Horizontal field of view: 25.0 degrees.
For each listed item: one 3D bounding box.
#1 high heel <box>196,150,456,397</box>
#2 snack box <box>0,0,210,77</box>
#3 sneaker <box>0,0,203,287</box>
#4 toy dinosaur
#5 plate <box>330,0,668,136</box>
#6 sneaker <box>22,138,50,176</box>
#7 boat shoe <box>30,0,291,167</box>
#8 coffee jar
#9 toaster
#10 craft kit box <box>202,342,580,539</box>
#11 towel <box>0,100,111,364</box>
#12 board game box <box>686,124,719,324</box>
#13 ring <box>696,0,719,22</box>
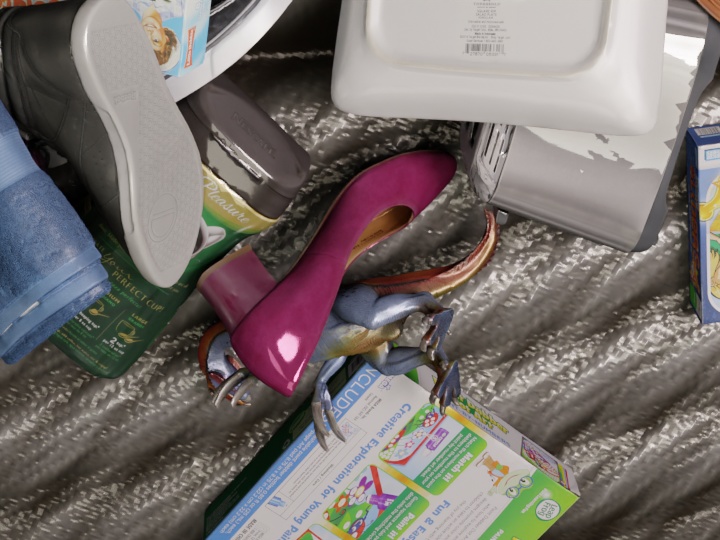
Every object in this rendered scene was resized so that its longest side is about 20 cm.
[{"bbox_3d":[0.000,0.000,1.033,0.199,0.096,0.068,-33,160,-17],"label":"high heel"},{"bbox_3d":[-0.180,-0.194,0.944,0.199,0.037,0.117,16,117,15],"label":"snack box"},{"bbox_3d":[-0.159,-0.078,0.950,0.099,0.071,0.201,11,137,28],"label":"sneaker"},{"bbox_3d":[-0.018,0.046,1.094,0.181,0.200,0.105,13,145,31],"label":"toy dinosaur"},{"bbox_3d":[0.080,-0.184,0.933,0.198,0.032,0.202,6,93,18],"label":"plate"},{"bbox_3d":[-0.231,-0.068,0.996,0.074,0.081,0.201,-26,91,19],"label":"sneaker"},{"bbox_3d":[-0.135,-0.140,1.002,0.199,0.072,0.068,-28,117,18],"label":"boat shoe"},{"bbox_3d":[-0.128,-0.031,1.044,0.104,0.085,0.200,43,107,-14],"label":"coffee jar"},{"bbox_3d":[0.140,-0.115,1.008,0.128,0.114,0.201,12,114,-7],"label":"toaster"},{"bbox_3d":[0.022,0.171,1.181,0.197,0.049,0.200,37,109,-17],"label":"craft kit box"},{"bbox_3d":[-0.224,-0.050,0.911,0.111,0.048,0.201,-33,90,46],"label":"towel"},{"bbox_3d":[0.323,-0.042,1.100,0.198,0.035,0.136,-8,117,0],"label":"board game box"},{"bbox_3d":[0.279,-0.216,0.950,0.199,0.201,0.019,-26,157,9],"label":"ring"}]
